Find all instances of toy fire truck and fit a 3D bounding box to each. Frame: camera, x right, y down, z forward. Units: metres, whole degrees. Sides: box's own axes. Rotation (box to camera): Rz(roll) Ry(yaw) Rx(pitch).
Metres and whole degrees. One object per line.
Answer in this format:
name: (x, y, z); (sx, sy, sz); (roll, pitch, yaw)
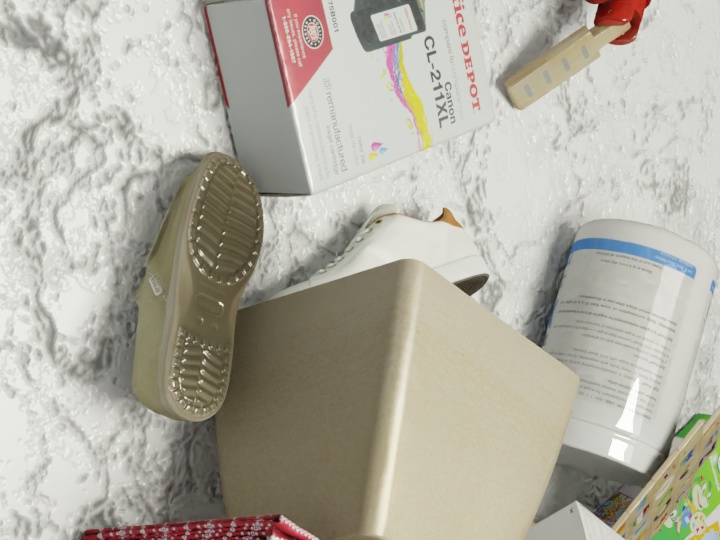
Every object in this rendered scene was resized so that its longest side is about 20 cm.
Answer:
toy fire truck: (0.177, -0.251, 1.354); (0.176, 0.128, 0.202); (37, 59, -37)

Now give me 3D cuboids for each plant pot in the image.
plant pot: (0.015, 0.134, 1.136); (0.199, 0.198, 0.179); (34, 53, -38)

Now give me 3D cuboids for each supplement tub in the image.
supplement tub: (0.222, 0.070, 1.393); (0.131, 0.131, 0.202); (30, 74, -39)

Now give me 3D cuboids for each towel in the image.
towel: (-0.081, 0.207, 1.090); (0.144, 0.198, 0.023); (39, 54, -37)

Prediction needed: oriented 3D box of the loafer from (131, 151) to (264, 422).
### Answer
loafer: (-0.121, 0.010, 1.126); (0.075, 0.068, 0.202); (35, 54, -39)

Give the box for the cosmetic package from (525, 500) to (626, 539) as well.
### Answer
cosmetic package: (0.116, 0.263, 1.277); (0.082, 0.199, 0.051); (39, 28, -34)

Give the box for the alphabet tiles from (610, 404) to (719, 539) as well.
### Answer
alphabet tiles: (0.247, 0.206, 1.384); (0.200, 0.006, 0.167); (-48, 157, -14)

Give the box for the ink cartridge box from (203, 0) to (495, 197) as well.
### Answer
ink cartridge box: (-0.003, -0.154, 1.207); (0.199, 0.082, 0.148); (-24, 108, -38)

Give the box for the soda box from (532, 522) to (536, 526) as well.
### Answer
soda box: (0.095, 0.222, 1.318); (0.200, 0.063, 0.069); (41, 29, -35)

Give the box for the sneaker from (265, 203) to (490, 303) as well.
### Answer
sneaker: (0.000, 0.000, 1.247); (0.198, 0.073, 0.085); (-14, 68, -32)

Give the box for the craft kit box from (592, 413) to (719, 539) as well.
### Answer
craft kit box: (0.307, 0.274, 1.543); (0.197, 0.048, 0.202); (-37, 116, -37)
